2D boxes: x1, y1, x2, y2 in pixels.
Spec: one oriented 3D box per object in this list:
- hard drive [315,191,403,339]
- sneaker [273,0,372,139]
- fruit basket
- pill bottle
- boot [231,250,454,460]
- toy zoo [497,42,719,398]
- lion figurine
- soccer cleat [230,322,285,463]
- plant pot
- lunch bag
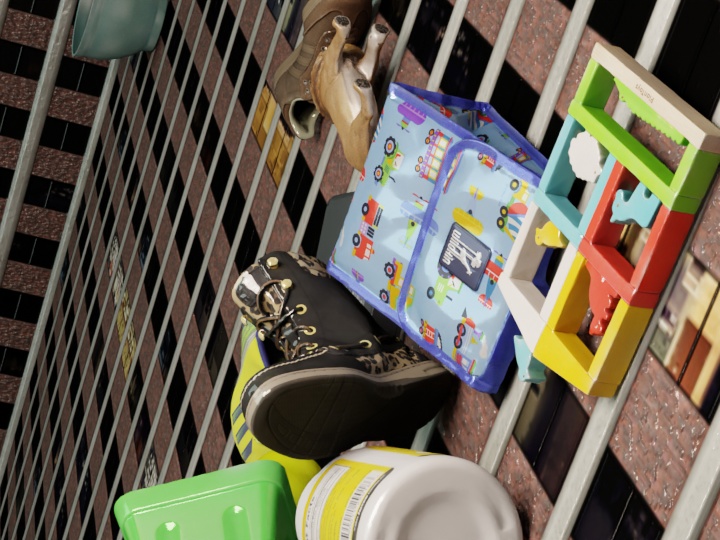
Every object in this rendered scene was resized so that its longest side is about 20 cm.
[{"bbox_3d":[0.000,0.000,1.437,0.200,0.033,0.141,178,104,-72],"label":"hard drive"},{"bbox_3d":[-0.029,-0.207,1.656,0.200,0.070,0.076,125,134,-56],"label":"sneaker"},{"bbox_3d":[-0.095,0.224,1.307,0.216,0.154,0.218,-13,-90,-90],"label":"fruit basket"},{"bbox_3d":[0.022,0.174,1.113,0.200,0.110,0.113,173,110,-72],"label":"pill bottle"},{"bbox_3d":[-0.041,0.055,1.182,0.151,0.199,0.074,44,120,31],"label":"boot"},{"bbox_3d":[0.140,-0.018,0.995,0.131,0.020,0.202,54,130,54],"label":"toy zoo"},{"bbox_3d":[-0.001,-0.142,1.487,0.201,0.072,0.123,-100,21,-43],"label":"lion figurine"},{"bbox_3d":[-0.077,0.110,1.495,0.084,0.064,0.202,-133,41,-58],"label":"soccer cleat"},{"bbox_3d":[-0.407,-0.451,2.869,0.200,0.133,0.203,-167,90,-73],"label":"plant pot"},{"bbox_3d":[0.077,-0.020,1.158,0.200,0.093,0.152,44,119,52],"label":"lunch bag"}]
